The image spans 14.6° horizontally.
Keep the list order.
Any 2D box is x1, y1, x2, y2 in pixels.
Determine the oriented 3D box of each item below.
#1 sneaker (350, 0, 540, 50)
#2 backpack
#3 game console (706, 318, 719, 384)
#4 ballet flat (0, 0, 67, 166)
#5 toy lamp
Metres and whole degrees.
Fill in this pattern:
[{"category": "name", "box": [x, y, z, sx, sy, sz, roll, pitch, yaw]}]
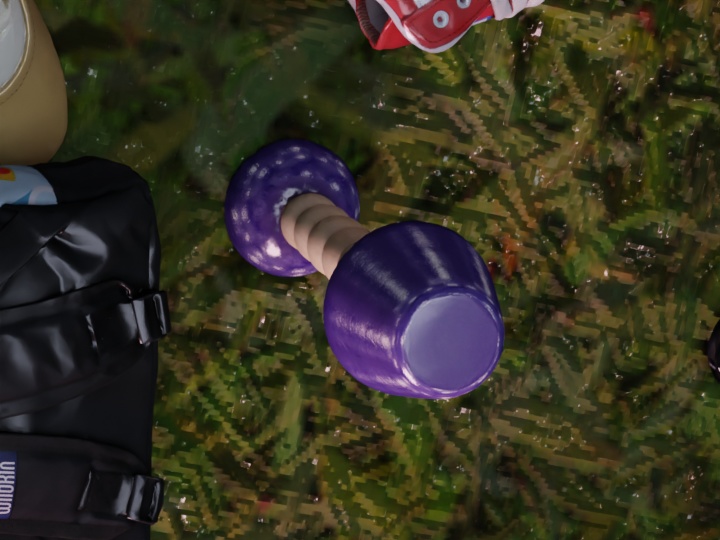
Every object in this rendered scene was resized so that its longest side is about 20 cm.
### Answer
[{"category": "sneaker", "box": [0.071, -0.111, 0.989, 0.200, 0.071, 0.113, 23, 91, -12]}, {"category": "backpack", "box": [-0.180, 0.042, 0.929, 0.200, 0.154, 0.164, -11, 108, -37]}, {"category": "game console", "box": [0.264, 0.016, 1.058, 0.171, 0.118, 0.200, 38, 89, -21]}, {"category": "ballet flat", "box": [-0.158, -0.111, 0.932, 0.069, 0.063, 0.200, -34, 110, -8]}, {"category": "toy lamp", "box": [0.000, 0.000, 0.931, 0.058, 0.200, 0.058, -3, 102, -16]}]
